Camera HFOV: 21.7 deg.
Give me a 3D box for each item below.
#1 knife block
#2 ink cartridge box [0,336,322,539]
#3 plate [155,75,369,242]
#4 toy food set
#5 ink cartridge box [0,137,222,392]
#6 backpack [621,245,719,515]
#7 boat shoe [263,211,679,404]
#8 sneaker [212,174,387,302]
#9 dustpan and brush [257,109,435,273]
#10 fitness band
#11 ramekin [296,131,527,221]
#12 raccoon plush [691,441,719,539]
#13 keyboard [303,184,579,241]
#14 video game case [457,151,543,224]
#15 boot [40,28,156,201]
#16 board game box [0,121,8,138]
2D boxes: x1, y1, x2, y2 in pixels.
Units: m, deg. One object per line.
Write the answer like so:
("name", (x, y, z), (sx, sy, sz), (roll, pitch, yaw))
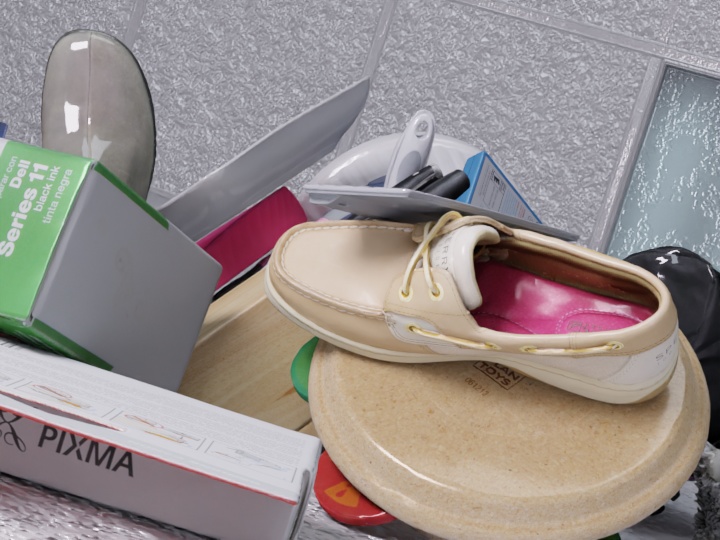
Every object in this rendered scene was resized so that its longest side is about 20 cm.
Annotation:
("knife block", (-0.018, 0.008, 1.006), (0.200, 0.176, 0.064), (16, -13, -27))
("ink cartridge box", (-0.117, 0.065, 0.734), (0.200, 0.044, 0.174), (18, 3, 0))
("plate", (-0.100, -0.042, 1.217), (0.199, 0.032, 0.200), (-31, 5, 38))
("toy food set", (0.067, 0.061, 0.905), (0.200, 0.049, 0.198), (23, 47, 20))
("ink cartridge box", (-0.189, -0.010, 0.894), (0.200, 0.083, 0.147), (14, -14, 24))
("backpack", (0.218, 0.062, 1.224), (0.127, 0.167, 0.200), (34, 12, 33))
("boat shoe", (0.051, 0.004, 0.870), (0.200, 0.074, 0.069), (11, -30, 9))
("sneaker", (-0.028, 0.010, 1.197), (0.070, 0.200, 0.082), (52, 25, -4))
("dustpan and brush", (0.000, 0.000, 1.094), (0.139, 0.200, 0.057), (18, 4, -15))
("fitness band", (-0.102, -0.007, 1.270), (0.037, 0.144, 0.200), (54, 1, -4))
("ramekin", (0.042, 0.009, 1.355), (0.202, 0.203, 0.094), (17, 16, -18))
("raccoon plush", (0.221, 0.153, 1.109), (0.134, 0.097, 0.200), (2, -22, -21))
("keyboard", (0.045, -0.027, 0.923), (0.056, 0.011, 0.200), (-2, -6, 29))
("video game case", (0.121, 0.033, 1.266), (0.200, 0.018, 0.143), (50, 35, -22))
("boot", (-0.147, -0.040, 1.043), (0.068, 0.200, 0.131), (1, 0, -6))
("board game box", (-0.317, -0.065, 1.232), (0.135, 0.035, 0.200), (17, -23, -14))
